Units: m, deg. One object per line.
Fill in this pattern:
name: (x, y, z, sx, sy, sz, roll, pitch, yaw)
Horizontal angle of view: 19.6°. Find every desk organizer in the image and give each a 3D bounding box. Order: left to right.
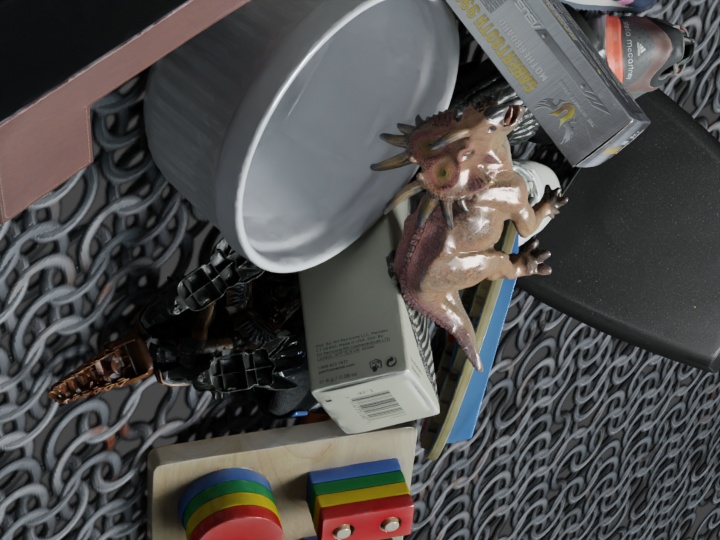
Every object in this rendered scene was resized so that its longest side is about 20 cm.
desk organizer: (-0.147, -0.118, 1.145, 0.200, 0.072, 0.077, -38, 151, -30)

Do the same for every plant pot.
plant pot: (0.264, -0.020, 1.766, 0.200, 0.177, 0.200, -57, 167, 2)

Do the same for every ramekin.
ramekin: (-0.042, -0.109, 1.288, 0.200, 0.105, 0.200, -40, 150, -29)

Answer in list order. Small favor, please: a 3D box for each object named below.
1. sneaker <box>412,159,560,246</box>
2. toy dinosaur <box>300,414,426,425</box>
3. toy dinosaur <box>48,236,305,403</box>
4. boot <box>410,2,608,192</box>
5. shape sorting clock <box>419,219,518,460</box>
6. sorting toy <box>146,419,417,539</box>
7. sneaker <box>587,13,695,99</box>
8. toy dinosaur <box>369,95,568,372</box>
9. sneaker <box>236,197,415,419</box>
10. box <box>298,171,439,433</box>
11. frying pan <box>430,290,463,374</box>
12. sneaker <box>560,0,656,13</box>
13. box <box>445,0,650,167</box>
sneaker: (0.109, -0.053, 1.604, 0.081, 0.075, 0.200, -18, 177, 34)
toy dinosaur: (-0.004, 0.104, 1.623, 0.200, 0.105, 0.182, -21, 119, -30)
toy dinosaur: (-0.106, 0.046, 1.369, 0.200, 0.102, 0.136, -48, -164, -26)
boot: (0.090, -0.111, 1.522, 0.158, 0.079, 0.211, -37, 169, -7)
shape sorting clock: (0.077, 0.038, 1.474, 0.200, 0.039, 0.200, 14, 90, -90)
sorting toy: (-0.056, 0.209, 1.564, 0.199, 0.070, 0.200, -8, 136, -13)
sneaker: (0.216, -0.159, 1.607, 0.200, 0.082, 0.077, -47, 133, -83)
toy dinosaur: (0.057, -0.030, 1.312, 0.135, 0.086, 0.200, -17, 127, -51)
sneaker: (-0.028, 0.025, 1.501, 0.112, 0.073, 0.200, -13, 127, -41)
box: (0.000, 0.000, 1.384, 0.068, 0.200, 0.082, -13, 153, 12)
frying pan: (0.078, 0.031, 1.640, 0.115, 0.031, 0.190, 57, 40, -48)
sneaker: (0.179, -0.238, 1.542, 0.200, 0.070, 0.082, -12, 125, -60)
box: (0.102, -0.157, 1.319, 0.048, 0.200, 0.158, -38, 176, 12)
